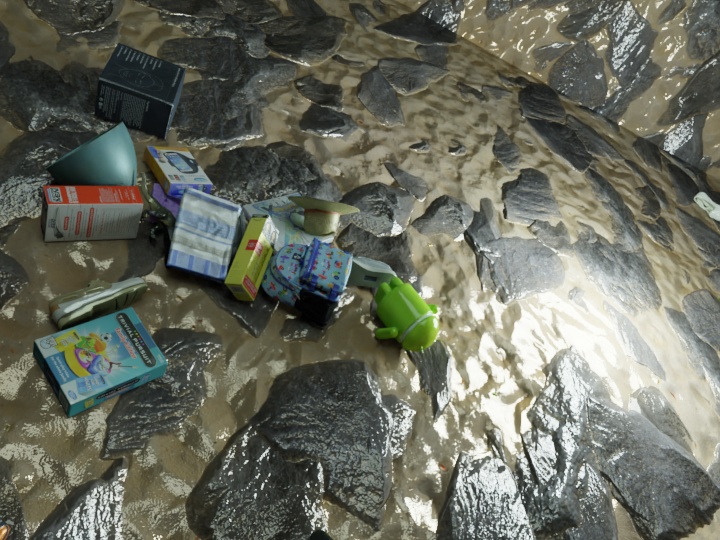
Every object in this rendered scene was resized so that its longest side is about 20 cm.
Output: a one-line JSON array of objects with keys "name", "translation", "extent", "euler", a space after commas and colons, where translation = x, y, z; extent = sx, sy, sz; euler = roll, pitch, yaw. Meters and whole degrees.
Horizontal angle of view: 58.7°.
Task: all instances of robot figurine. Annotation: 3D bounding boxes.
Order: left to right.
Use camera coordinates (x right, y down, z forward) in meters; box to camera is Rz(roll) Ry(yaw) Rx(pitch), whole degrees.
[{"name": "robot figurine", "translation": [0.119, 0.116, 1.614], "extent": [0.174, 0.117, 0.201], "euler": [-24, 65, -37]}]

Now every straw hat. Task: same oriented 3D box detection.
[{"name": "straw hat", "translation": [-0.105, -0.136, 1.708], "extent": [0.197, 0.200, 0.087], "euler": [10, 88, -23]}]

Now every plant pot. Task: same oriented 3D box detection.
[{"name": "plant pot", "translation": [-0.598, -0.232, 1.479], "extent": [0.136, 0.197, 0.201], "euler": [60, 35, -22]}]

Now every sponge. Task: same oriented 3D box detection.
[{"name": "sponge", "translation": [-0.426, -0.152, 1.606], "extent": [0.196, 0.030, 0.113], "euler": [11, 46, -24]}]

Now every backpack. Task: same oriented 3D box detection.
[{"name": "backpack", "translation": [-0.134, 0.008, 1.553], "extent": [0.197, 0.136, 0.184], "euler": [25, 40, -3]}]

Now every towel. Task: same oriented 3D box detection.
[{"name": "towel", "translation": [-0.358, -0.084, 1.479], "extent": [0.145, 0.024, 0.204], "euler": [19, 65, -26]}]

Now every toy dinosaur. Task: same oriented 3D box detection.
[{"name": "toy dinosaur", "translation": [-0.474, -0.124, 1.501], "extent": [0.202, 0.047, 0.089], "euler": [57, 43, -26]}]

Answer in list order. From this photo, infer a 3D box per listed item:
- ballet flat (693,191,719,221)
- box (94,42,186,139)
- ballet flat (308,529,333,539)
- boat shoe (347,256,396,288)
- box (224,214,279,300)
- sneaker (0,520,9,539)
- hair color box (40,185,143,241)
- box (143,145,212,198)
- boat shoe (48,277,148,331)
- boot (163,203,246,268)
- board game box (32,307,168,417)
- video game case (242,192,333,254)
[{"name": "ballet flat", "translation": [1.658, -0.290, 3.027], "extent": [0.068, 0.070, 0.201], "euler": [-6, 49, -35]}, {"name": "box", "translation": [-0.601, -0.494, 1.759], "extent": [0.193, 0.125, 0.203], "euler": [16, 42, -16]}, {"name": "ballet flat", "translation": [-0.049, 0.562, 1.137], "extent": [0.065, 0.057, 0.202], "euler": [-20, 52, -10]}, {"name": "boat shoe", "translation": [0.001, -0.001, 1.705], "extent": [0.197, 0.071, 0.072], "euler": [14, 24, -18]}, {"name": "box", "translation": [-0.254, -0.033, 1.514], "extent": [0.049, 0.076, 0.203], "euler": [2, 55, 22]}, {"name": "sneaker", "translation": [-0.534, 0.469, 0.904], "extent": [0.111, 0.078, 0.202], "euler": [29, 51, -9]}, {"name": "hair color box", "translation": [-0.593, -0.127, 1.414], "extent": [0.197, 0.112, 0.065], "euler": [-6, 51, -36]}, {"name": "box", "translation": [-0.464, -0.250, 1.638], "extent": [0.117, 0.042, 0.200], "euler": [-5, 40, -41]}, {"name": "boat shoe", "translation": [-0.532, 0.052, 1.305], "extent": [0.198, 0.075, 0.069], "euler": [-28, 72, -44]}, {"name": "boot", "translation": [-0.372, -0.086, 1.527], "extent": [0.196, 0.066, 0.168], "euler": [-3, 68, -31]}, {"name": "board game box", "translation": [-0.498, 0.169, 1.232], "extent": [0.198, 0.047, 0.151], "euler": [-22, 64, -43]}, {"name": "video game case", "translation": [-0.195, -0.126, 1.729], "extent": [0.198, 0.022, 0.183], "euler": [-20, 62, -43]}]
